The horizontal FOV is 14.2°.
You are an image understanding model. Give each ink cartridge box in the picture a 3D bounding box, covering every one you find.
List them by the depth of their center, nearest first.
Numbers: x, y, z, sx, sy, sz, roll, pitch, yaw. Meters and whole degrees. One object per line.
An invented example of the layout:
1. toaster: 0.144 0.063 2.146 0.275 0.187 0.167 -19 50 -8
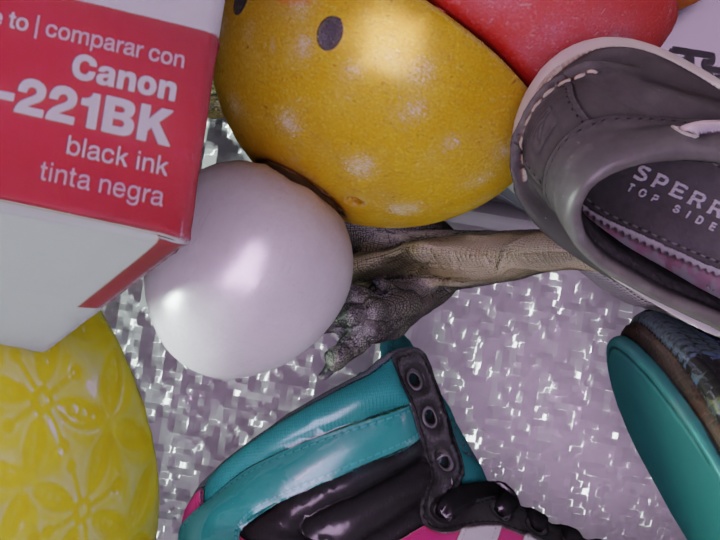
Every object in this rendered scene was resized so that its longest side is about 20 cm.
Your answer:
1. ink cartridge box: -0.081 -0.095 0.662 0.084 0.144 0.200 11 76 -16

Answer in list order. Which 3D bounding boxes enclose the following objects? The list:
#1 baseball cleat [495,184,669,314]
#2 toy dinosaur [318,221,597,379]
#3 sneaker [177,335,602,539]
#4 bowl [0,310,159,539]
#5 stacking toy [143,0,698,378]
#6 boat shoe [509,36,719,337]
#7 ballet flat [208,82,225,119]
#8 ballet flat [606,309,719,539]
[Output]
1. baseball cleat: 0.035 -0.045 0.808 0.070 0.106 0.200 -46 59 -7
2. toy dinosaur: 0.000 0.000 0.758 0.200 0.088 0.048 5 95 42
3. sneaker: 0.036 0.074 0.809 0.200 0.084 0.121 -5 66 -23
4. bowl: -0.164 0.064 0.757 0.200 0.108 0.200 11 123 18
5. stacking toy: 0.014 -0.060 0.692 0.146 0.146 0.200 30 76 1
6. boat shoe: 0.125 0.009 0.659 0.200 0.057 0.067 22 111 -12
7. ballet flat: -0.028 -0.140 0.773 0.071 0.071 0.200 9 69 2
8. ballet flat: 0.125 0.075 0.731 0.074 0.200 0.074 -11 132 -13
